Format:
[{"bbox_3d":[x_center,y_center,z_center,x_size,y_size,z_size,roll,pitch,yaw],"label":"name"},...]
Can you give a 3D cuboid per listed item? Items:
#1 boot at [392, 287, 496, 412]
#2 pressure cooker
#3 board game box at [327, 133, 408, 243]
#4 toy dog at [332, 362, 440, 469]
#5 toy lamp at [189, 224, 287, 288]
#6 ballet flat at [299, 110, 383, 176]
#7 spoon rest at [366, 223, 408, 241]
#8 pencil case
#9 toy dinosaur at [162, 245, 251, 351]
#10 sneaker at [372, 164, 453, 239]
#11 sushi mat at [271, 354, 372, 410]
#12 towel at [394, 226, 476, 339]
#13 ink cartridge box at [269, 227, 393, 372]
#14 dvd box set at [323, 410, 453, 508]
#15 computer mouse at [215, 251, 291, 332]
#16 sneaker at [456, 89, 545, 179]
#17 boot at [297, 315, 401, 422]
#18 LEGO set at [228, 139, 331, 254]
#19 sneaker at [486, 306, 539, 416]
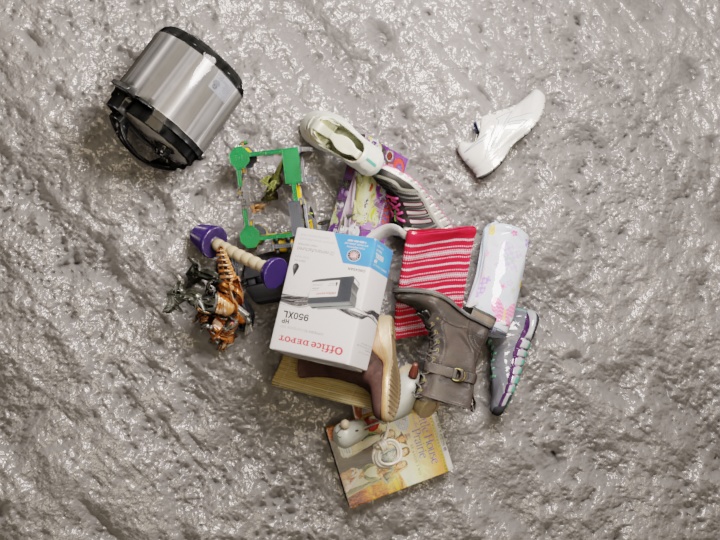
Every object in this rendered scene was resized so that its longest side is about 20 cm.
[{"bbox_3d":[0.122,0.130,1.357,0.198,0.069,0.176,21,86,-3],"label":"boot"},{"bbox_3d":[-0.306,-0.266,1.327,0.175,0.179,0.201,35,82,-11],"label":"pressure cooker"},{"bbox_3d":[0.012,-0.121,1.430,0.120,0.032,0.202,21,83,-49],"label":"board game box"},{"bbox_3d":[0.046,0.221,1.388,0.131,0.097,0.200,22,50,29],"label":"toy dog"},{"bbox_3d":[-0.204,-0.029,1.347,0.199,0.058,0.059,25,82,34],"label":"toy lamp"},{"bbox_3d":[-0.043,-0.224,1.380,0.069,0.070,0.200,-47,57,-9],"label":"ballet flat"},{"bbox_3d":[0.000,0.000,1.398,0.200,0.061,0.099,-48,134,3],"label":"spoon rest"},{"bbox_3d":[0.237,0.018,1.456,0.090,0.083,0.202,18,75,-1],"label":"pencil case"},{"bbox_3d":[-0.235,0.042,1.352,0.135,0.102,0.202,21,109,10],"label":"toy dinosaur"},{"bbox_3d":[0.079,-0.101,1.428,0.088,0.074,0.200,-50,122,-7],"label":"sneaker"},{"bbox_3d":[-0.045,0.174,1.386,0.198,0.012,0.096,11,54,15],"label":"sushi mat"},{"bbox_3d":[0.129,0.020,1.424,0.143,0.022,0.202,-5,113,-29],"label":"towel"},{"bbox_3d":[-0.045,0.046,1.304,0.143,0.084,0.202,9,80,23],"label":"ink cartridge box"},{"bbox_3d":[0.051,0.314,1.450,0.198,0.029,0.148,-17,91,-11],"label":"dvd box set"},{"bbox_3d":[-0.138,0.016,1.413,0.198,0.053,0.140,-18,91,-11],"label":"computer mouse"},{"bbox_3d":[0.258,-0.260,1.492,0.087,0.075,0.200,43,81,-2],"label":"sneaker"},{"bbox_3d":[-0.021,0.166,1.353,0.165,0.073,0.201,-11,52,13],"label":"boot"},{"bbox_3d":[-0.137,-0.132,1.407,0.152,0.116,0.202,-13,95,14],"label":"LEGO set"},{"bbox_3d":[0.252,0.157,1.487,0.087,0.074,0.202,20,78,10],"label":"sneaker"}]
